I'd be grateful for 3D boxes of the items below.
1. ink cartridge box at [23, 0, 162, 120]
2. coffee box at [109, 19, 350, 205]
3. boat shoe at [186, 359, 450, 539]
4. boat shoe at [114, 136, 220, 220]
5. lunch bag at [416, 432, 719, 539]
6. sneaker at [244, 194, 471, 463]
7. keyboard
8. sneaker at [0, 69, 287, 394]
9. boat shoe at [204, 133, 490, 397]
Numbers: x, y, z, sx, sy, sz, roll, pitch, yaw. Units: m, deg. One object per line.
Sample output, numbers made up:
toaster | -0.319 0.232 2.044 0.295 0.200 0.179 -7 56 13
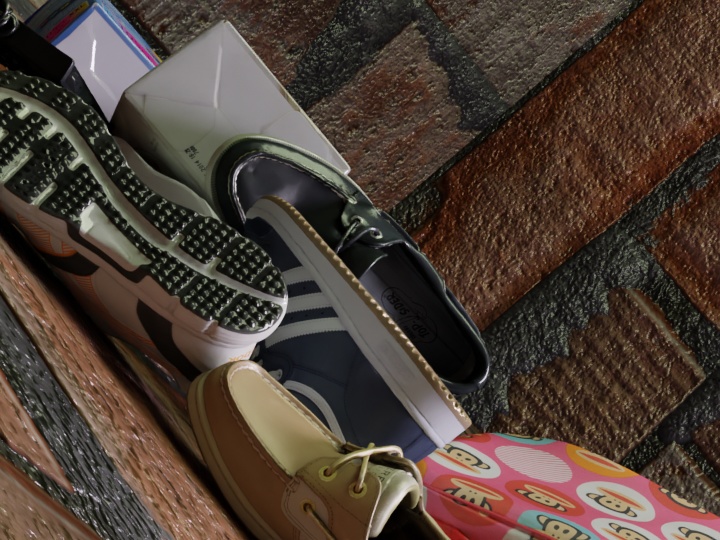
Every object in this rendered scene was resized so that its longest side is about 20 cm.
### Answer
ink cartridge box | -0.190 -0.145 2.113 0.137 0.076 0.200 49 0 -17
coffee box | -0.089 -0.054 1.636 0.114 0.080 0.200 51 -18 2
boat shoe | 0.002 0.113 1.282 0.200 0.066 0.074 50 33 3
boat shoe | -0.106 -0.007 1.512 0.068 0.072 0.200 46 -4 -34
lunch bag | 0.107 0.150 1.391 0.200 0.082 0.176 24 13 21
sneaker | -0.036 0.047 1.405 0.070 0.108 0.200 50 0 -44
keyboard | -0.228 -0.138 1.592 0.200 0.040 0.104 35 -16 33
sneaker | -0.129 -0.015 1.331 0.200 0.074 0.080 41 -39 10
boat shoe | -0.001 0.002 1.519 0.199 0.075 0.066 50 -10 -22
